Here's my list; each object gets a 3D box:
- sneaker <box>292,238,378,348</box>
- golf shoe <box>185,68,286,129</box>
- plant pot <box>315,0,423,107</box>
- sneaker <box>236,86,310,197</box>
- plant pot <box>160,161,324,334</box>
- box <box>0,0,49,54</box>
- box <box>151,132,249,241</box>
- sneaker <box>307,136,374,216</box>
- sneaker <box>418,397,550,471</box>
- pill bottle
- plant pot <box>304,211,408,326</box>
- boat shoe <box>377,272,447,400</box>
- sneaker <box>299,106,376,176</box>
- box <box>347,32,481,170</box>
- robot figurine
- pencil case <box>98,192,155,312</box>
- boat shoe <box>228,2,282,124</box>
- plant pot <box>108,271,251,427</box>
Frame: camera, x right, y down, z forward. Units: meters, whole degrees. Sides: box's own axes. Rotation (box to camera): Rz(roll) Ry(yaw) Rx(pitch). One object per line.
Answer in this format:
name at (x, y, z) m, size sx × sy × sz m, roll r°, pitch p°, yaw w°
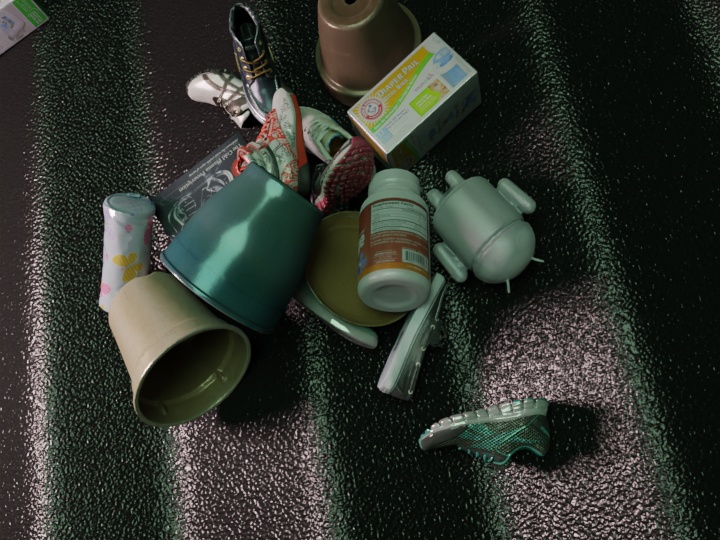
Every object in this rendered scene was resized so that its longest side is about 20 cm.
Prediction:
sneaker at (-0.029, 0.030, 1.182) m, size 0.199 × 0.074 × 0.119 m, roll 36°, pitch 81°, yaw 19°
golf shoe at (-0.230, -0.305, 1.332) m, size 0.196 × 0.078 × 0.096 m, roll 4°, pitch 74°, yaw 16°
plant pot at (0.000, -0.407, 1.256) m, size 0.196 × 0.175 × 0.205 m, roll -4°, pitch 72°, yaw 13°
sneaker at (-0.148, -0.209, 1.184) m, size 0.106 × 0.067 × 0.205 m, roll -4°, pitch 68°, yaw -20°
plant pot at (-0.155, -0.044, 1.073) m, size 0.199 × 0.200 × 0.190 m, roll 36°, pitch 93°, yaw 21°
box at (-0.774, -0.561, 1.533) m, size 0.175 × 0.097 × 0.201 m, roll -34°, pitch 70°, yaw -1°
box at (-0.220, -0.091, 1.249) m, size 0.199 × 0.104 × 0.183 m, roll -37°, pitch 70°, yaw 0°
sneaker at (-0.043, -0.147, 1.182) m, size 0.079 × 0.200 × 0.076 m, roll -6°, pitch 63°, yaw -30°
sneaker at (0.182, 0.246, 1.067) m, size 0.196 × 0.078 × 0.093 m, roll -15°, pitch 74°, yaw 10°
pill bottle at (0.051, -0.049, 1.129) m, size 0.110 × 0.113 × 0.203 m, roll -5°, pitch 58°, yaw 12°
plant pot at (0.000, 0.000, 1.164) m, size 0.196 × 0.028 × 0.204 m, roll 10°, pitch 58°, yaw -16°
boat shoe at (0.096, 0.105, 1.137) m, size 0.065 × 0.070 × 0.203 m, roll 27°, pitch 74°, yaw -4°
sneaker at (-0.056, -0.225, 1.263) m, size 0.199 × 0.081 × 0.077 m, roll 38°, pitch 86°, yaw 22°
box at (0.091, -0.270, 1.230) m, size 0.200 × 0.101 × 0.113 m, roll -43°, pitch 69°, yaw -2°
robot figurine at (0.189, -0.062, 1.136) m, size 0.170 × 0.113 × 0.201 m, roll -45°, pitch 68°, yaw 14°
pencil case at (-0.390, -0.026, 1.233) m, size 0.082 × 0.204 × 0.091 m, roll 1°, pitch 24°, yaw -24°
boat shoe at (-0.179, -0.347, 1.257) m, size 0.070 × 0.091 × 0.204 m, roll -20°, pitch 79°, yaw -3°
plant pot at (-0.303, 0.109, 1.176) m, size 0.200 × 0.201 × 0.184 m, roll -43°, pitch 57°, yaw -3°
